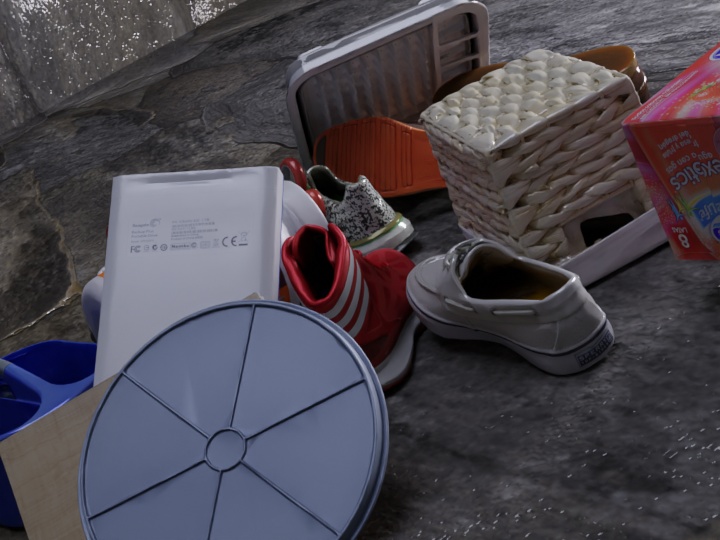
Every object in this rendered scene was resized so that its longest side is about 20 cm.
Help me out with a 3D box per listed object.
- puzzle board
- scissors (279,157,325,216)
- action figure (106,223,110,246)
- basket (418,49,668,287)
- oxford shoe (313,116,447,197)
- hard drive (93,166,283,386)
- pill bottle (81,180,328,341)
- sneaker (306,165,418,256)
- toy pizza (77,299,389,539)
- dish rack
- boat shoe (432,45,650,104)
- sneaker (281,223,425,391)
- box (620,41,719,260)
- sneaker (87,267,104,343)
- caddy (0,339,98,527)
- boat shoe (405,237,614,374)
[{"bbox_3d":[-0.119,0.123,0.891,0.199,0.017,0.151,-30,59,3],"label":"puzzle board"},{"bbox_3d":[-0.073,-0.030,1.307,0.014,0.074,0.200,-19,-21,-28],"label":"scissors"},{"bbox_3d":[-0.109,0.024,1.082,0.065,0.052,0.200,-38,64,-21],"label":"action figure"},{"bbox_3d":[0.140,-0.080,1.074,0.135,0.124,0.200,-28,20,-5],"label":"basket"},{"bbox_3d":[0.054,-0.099,1.298,0.198,0.072,0.073,6,2,22],"label":"oxford shoe"},{"bbox_3d":[-0.125,0.023,1.045,0.130,0.025,0.202,-3,68,10],"label":"hard drive"},{"bbox_3d":[-0.120,0.011,1.185,0.199,0.114,0.113,-34,21,-23],"label":"pill bottle"},{"bbox_3d":[-0.025,-0.058,1.280,0.077,0.089,0.199,-35,21,-26],"label":"sneaker"},{"bbox_3d":[-0.075,0.112,0.854,0.198,0.032,0.202,-9,60,15],"label":"toy pizza"},{"bbox_3d":[0.022,-0.178,1.322,0.198,0.044,0.172,-25,-26,-6],"label":"dish rack"},{"bbox_3d":[0.163,-0.148,1.290,0.198,0.071,0.071,-2,47,31],"label":"boat shoe"},{"bbox_3d":[0.000,0.000,1.053,0.078,0.116,0.200,-21,21,10],"label":"sneaker"},{"bbox_3d":[0.270,-0.099,0.897,0.200,0.103,0.094,-39,23,-29],"label":"box"},{"bbox_3d":[-0.182,0.009,1.345,0.080,0.076,0.200,-1,30,33],"label":"sneaker"},{"bbox_3d":[-0.260,0.113,1.103,0.141,0.106,0.199,-37,22,-33],"label":"caddy"},{"bbox_3d":[0.087,0.009,0.960,0.071,0.070,0.200,-37,28,-16],"label":"boat shoe"}]
